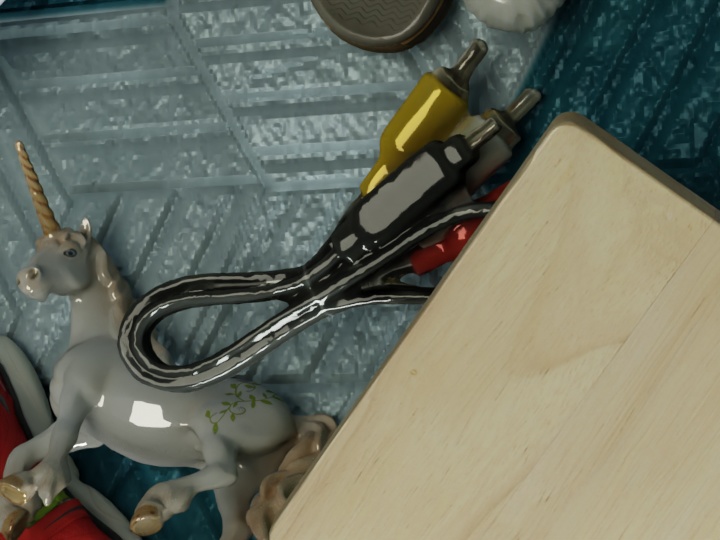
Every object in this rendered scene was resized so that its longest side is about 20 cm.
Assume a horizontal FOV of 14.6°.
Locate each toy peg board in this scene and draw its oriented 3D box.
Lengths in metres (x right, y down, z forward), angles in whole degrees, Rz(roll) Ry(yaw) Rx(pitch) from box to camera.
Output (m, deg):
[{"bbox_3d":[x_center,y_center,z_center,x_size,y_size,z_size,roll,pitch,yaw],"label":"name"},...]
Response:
[{"bbox_3d":[0.105,0.066,1.070,0.199,0.098,0.200,34,108,-3],"label":"toy peg board"}]

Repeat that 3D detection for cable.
[{"bbox_3d":[0.000,0.000,1.144,0.200,0.050,0.097,-37,83,12],"label":"cable"}]

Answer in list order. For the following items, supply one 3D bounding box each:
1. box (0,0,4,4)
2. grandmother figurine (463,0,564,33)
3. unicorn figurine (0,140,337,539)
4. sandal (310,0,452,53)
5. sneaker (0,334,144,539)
[{"bbox_3d":[-0.249,-0.162,1.214,0.200,0.184,0.105,-42,32,23],"label":"box"},{"bbox_3d":[0.082,-0.192,1.110,0.121,0.060,0.201,22,98,30],"label":"grandmother figurine"},{"bbox_3d":[-0.097,0.057,1.192,0.199,0.138,0.074,28,143,6],"label":"unicorn figurine"},{"bbox_3d":[0.009,-0.191,1.153,0.081,0.055,0.201,14,96,29],"label":"sandal"},{"bbox_3d":[-0.158,0.113,1.227,0.077,0.085,0.200,-44,69,22],"label":"sneaker"}]
